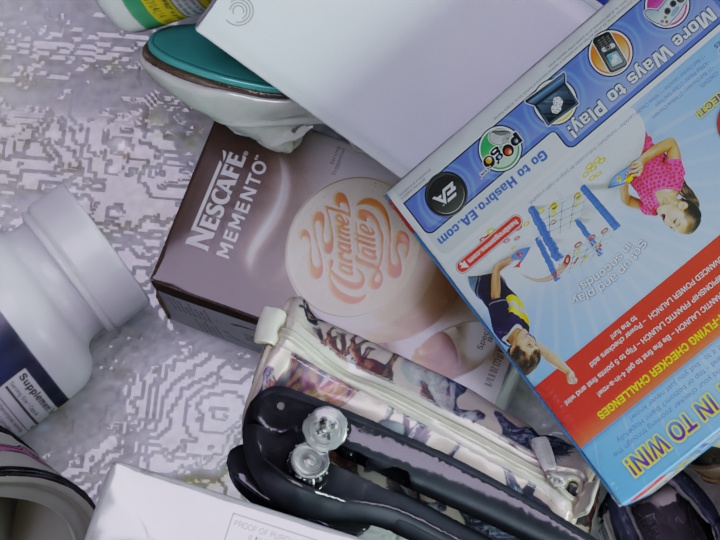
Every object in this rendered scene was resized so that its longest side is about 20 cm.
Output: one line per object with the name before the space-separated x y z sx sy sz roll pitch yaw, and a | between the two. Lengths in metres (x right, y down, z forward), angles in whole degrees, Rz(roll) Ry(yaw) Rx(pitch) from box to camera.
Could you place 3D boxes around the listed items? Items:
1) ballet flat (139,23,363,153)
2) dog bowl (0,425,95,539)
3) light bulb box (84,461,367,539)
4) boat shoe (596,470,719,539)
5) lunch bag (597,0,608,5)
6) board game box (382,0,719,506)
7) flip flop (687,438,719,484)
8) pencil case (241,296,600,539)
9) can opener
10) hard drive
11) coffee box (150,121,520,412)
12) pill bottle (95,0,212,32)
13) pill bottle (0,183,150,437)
ballet flat | -0.017 -0.091 1.577 0.199 0.069 0.070 1 76 3
dog bowl | -0.237 0.155 1.554 0.200 0.200 0.074 -36 55 -4
light bulb box | -0.039 0.199 1.512 0.197 0.200 0.125 17 78 10
boat shoe | 0.186 0.189 1.550 0.075 0.093 0.200 -34 75 -4
lunch bag | 0.216 -0.136 1.622 0.170 0.127 0.201 27 94 9
board game box | 0.149 -0.023 1.455 0.200 0.056 0.196 -40 79 16
flip flop | 0.202 0.084 1.524 0.199 0.081 0.058 10 121 11
pencil case | 0.031 0.086 1.533 0.199 0.090 0.078 27 53 5
can opener | 0.031 0.113 1.475 0.199 0.079 0.064 19 76 6
hard drive | 0.034 -0.117 1.512 0.200 0.027 0.132 35 108 -7
coffee box | 0.000 0.000 1.622 0.199 0.080 0.115 19 77 10
pill bottle | -0.049 -0.205 1.563 0.199 0.113 0.113 -17 74 12
pill bottle | -0.216 0.045 1.615 0.200 0.111 0.111 -38 75 -5
